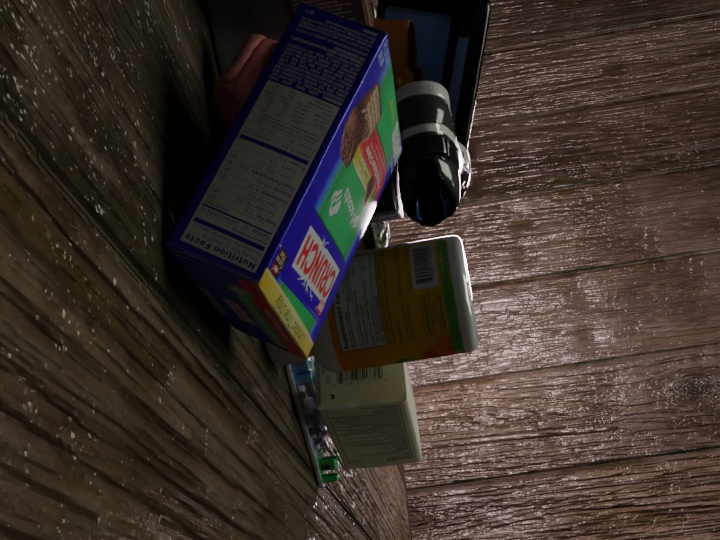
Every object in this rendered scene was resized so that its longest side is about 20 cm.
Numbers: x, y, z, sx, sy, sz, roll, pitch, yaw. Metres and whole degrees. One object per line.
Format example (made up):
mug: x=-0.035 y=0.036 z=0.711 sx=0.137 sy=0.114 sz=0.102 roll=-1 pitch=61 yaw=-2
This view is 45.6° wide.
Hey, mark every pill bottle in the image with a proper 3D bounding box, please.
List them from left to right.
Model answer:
pill bottle: x=0.008 y=0.037 z=0.828 sx=0.111 sy=0.197 sz=0.113 roll=-9 pitch=90 yaw=-81

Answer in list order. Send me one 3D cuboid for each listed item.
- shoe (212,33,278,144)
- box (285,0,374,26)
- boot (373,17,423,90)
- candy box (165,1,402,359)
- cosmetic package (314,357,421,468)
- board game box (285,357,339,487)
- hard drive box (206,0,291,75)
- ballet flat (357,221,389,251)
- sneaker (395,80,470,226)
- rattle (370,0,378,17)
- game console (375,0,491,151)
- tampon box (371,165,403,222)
shoe: x=-0.088 y=-0.100 z=0.739 sx=0.202 sy=0.090 sz=0.071 roll=-70 pitch=163 yaw=3
box: x=-0.029 y=-0.258 z=0.785 sx=0.200 sy=0.074 sz=0.101 roll=76 pitch=8 yaw=-65
boot: x=0.001 y=-0.186 z=0.988 sx=0.071 sy=0.142 sz=0.204 roll=-33 pitch=127 yaw=-61
candy box: x=-0.043 y=-0.058 z=0.633 sx=0.202 sy=0.076 sz=0.169 roll=-64 pitch=165 yaw=-16
cosmetic package: x=0.012 y=0.156 z=1.001 sx=0.201 sy=0.102 sz=0.088 roll=77 pitch=7 yaw=-58
board game box: x=-0.054 y=0.119 z=1.032 sx=0.201 sy=0.026 sz=0.202 roll=-93 pitch=173 yaw=-54
hard drive box: x=-0.099 y=-0.272 z=0.858 sx=0.200 sy=0.076 sz=0.158 roll=-85 pitch=167 yaw=-73
ballet flat: x=0.000 y=0.000 z=0.951 sx=0.202 sy=0.071 sz=0.073 roll=-95 pitch=174 yaw=-51
sneaker: x=0.068 y=-0.084 z=0.840 sx=0.200 sy=0.072 sz=0.113 roll=55 pitch=31 yaw=-63
rattle: x=-0.056 y=-0.268 z=1.092 sx=0.130 sy=0.142 sz=0.202 roll=-38 pitch=136 yaw=-41
game console: x=0.068 y=-0.218 z=0.992 sx=0.176 sy=0.115 sz=0.203 roll=-96 pitch=-167 yaw=-74
tampon box: x=-0.037 y=-0.108 z=0.868 sx=0.200 sy=0.148 sz=0.128 roll=-15 pitch=98 yaw=-86
